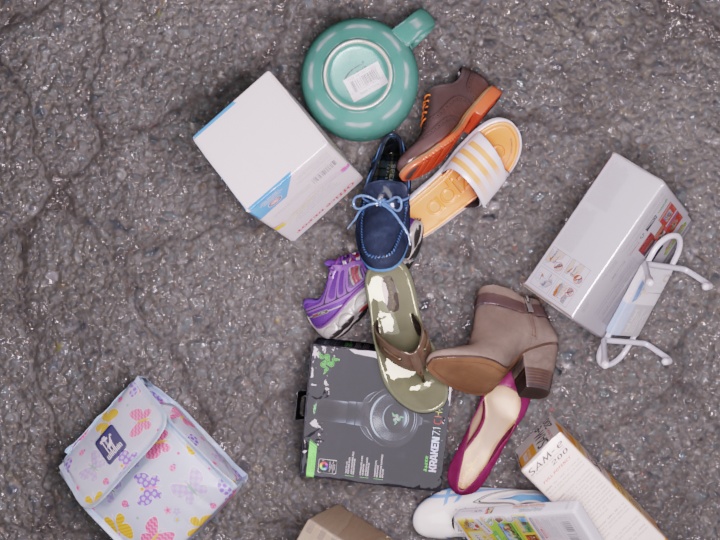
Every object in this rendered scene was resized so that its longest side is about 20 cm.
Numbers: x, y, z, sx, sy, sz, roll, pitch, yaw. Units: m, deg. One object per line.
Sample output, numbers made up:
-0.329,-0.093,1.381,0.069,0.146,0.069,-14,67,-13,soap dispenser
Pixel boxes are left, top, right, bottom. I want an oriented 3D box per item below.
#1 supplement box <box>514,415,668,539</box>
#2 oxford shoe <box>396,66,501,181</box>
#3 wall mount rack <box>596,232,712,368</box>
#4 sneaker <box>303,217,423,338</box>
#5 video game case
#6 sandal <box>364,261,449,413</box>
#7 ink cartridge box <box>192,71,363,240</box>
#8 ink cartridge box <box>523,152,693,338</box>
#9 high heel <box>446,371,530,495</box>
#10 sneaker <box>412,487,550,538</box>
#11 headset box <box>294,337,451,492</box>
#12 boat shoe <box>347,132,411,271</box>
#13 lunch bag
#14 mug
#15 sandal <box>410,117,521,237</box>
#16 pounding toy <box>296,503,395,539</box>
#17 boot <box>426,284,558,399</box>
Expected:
0.295,0.289,1.621,0.200,0.126,0.074,45,94,-1,supplement box
0.097,-0.186,1.604,0.072,0.071,0.200,42,55,3,oxford shoe
0.355,0.053,1.579,0.075,0.173,0.201,39,113,39,wall mount rack
0.000,0.000,1.639,0.200,0.081,0.083,-45,80,12,sneaker
0.239,0.369,1.594,0.181,0.023,0.200,-13,121,39,video game case
0.050,0.084,1.565,0.079,0.057,0.202,-20,92,2,sandal
-0.097,-0.136,1.591,0.128,0.200,0.125,-40,73,4,ink cartridge box
0.321,-0.022,1.610,0.084,0.175,0.201,36,94,31,ink cartridge box
0.175,0.200,1.636,0.067,0.096,0.201,24,94,2,high heel
0.166,0.322,1.655,0.199,0.072,0.072,-3,94,4,sneaker
0.015,0.184,1.644,0.199,0.093,0.175,7,92,2,headset box
0.024,-0.090,1.590,0.084,0.069,0.201,-3,50,3,boat shoe
-0.277,0.264,1.646,0.170,0.127,0.200,-44,84,2,lunch bag
0.003,-0.259,1.611,0.151,0.114,0.186,15,94,2,mug
0.133,-0.105,1.633,0.207,0.059,0.079,-44,113,7,sandal
-0.033,0.430,1.627,0.142,0.184,0.201,30,94,13,pounding toy
0.164,0.083,1.600,0.199,0.147,0.070,17,138,-26,boot
